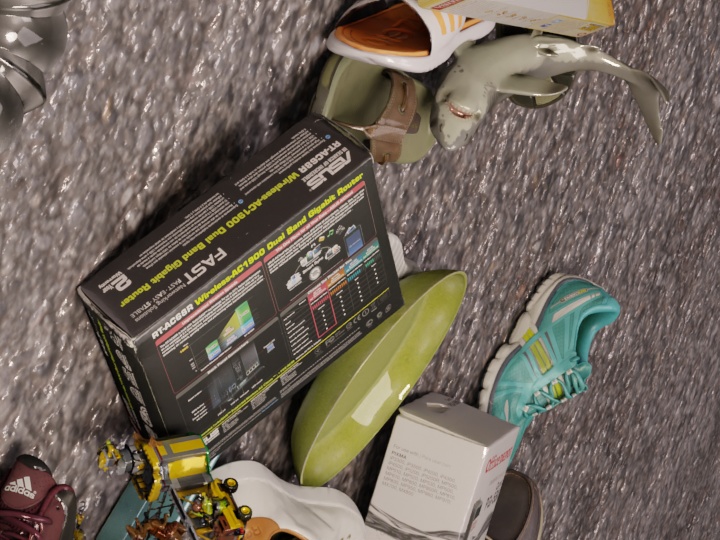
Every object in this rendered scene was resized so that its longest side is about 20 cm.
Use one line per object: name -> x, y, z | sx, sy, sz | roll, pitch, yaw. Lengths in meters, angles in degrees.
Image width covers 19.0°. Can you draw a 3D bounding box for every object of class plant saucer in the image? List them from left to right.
plant saucer -> -0.113, 0.115, 1.461 | 0.201, 0.019, 0.070 | -59, 152, -19
plant saucer -> 0.008, 0.074, 1.597 | 0.200, 0.031, 0.200 | -50, 166, -17

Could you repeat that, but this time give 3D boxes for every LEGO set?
LEGO set -> -0.149, 0.200, 1.313 | 0.115, 0.155, 0.201 | -8, 148, -30

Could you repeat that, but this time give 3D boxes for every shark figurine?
shark figurine -> 0.124, -0.136, 1.608 | 0.213, 0.129, 0.090 | -9, 145, -27

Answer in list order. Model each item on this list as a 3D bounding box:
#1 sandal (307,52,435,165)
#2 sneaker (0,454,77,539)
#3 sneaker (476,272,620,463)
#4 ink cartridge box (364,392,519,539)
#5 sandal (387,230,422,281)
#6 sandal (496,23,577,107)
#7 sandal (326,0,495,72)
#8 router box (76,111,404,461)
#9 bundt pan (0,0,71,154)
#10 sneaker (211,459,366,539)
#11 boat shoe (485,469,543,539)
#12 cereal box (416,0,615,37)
sandal -> 0.018, -0.109, 1.507 | 0.200, 0.057, 0.081 | -4, 112, -62
sneaker -> -0.220, 0.155, 1.233 | 0.200, 0.075, 0.116 | 59, 50, -71
sneaker -> 0.162, 0.091, 1.909 | 0.201, 0.079, 0.078 | -60, 153, -18
ink cartridge box -> 0.053, 0.213, 1.749 | 0.147, 0.082, 0.202 | -13, 121, -75
sandal -> -0.005, 0.006, 1.564 | 0.083, 0.050, 0.203 | -52, 164, -2
sandal -> 0.133, -0.226, 1.636 | 0.057, 0.079, 0.203 | -106, -160, -65
sandal -> 0.039, -0.186, 1.484 | 0.207, 0.078, 0.060 | -37, 139, -61
router box -> -0.071, 0.017, 1.361 | 0.200, 0.062, 0.151 | -38, 144, -20
bundt pan -> -0.208, -0.127, 1.035 | 0.202, 0.075, 0.203 | -42, 142, -44
sneaker -> -0.050, 0.201, 1.550 | 0.072, 0.085, 0.200 | -32, 152, 18
boat shoe -> 0.103, 0.266, 1.927 | 0.201, 0.074, 0.073 | -62, 154, -17
cereal box -> 0.099, -0.243, 1.483 | 0.199, 0.039, 0.145 | 0, 78, -53
